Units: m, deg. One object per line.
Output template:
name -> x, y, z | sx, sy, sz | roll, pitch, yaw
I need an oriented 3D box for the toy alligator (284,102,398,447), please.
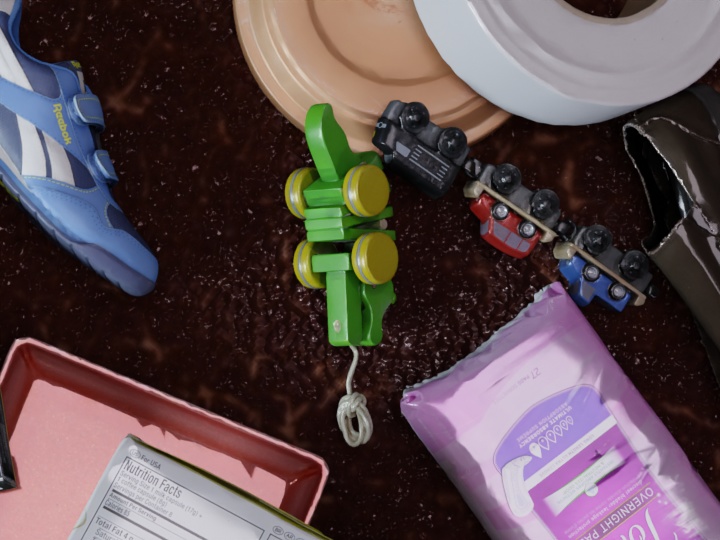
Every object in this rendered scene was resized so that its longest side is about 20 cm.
toy alligator -> 0.000, 0.000, 1.540 | 0.054, 0.059, 0.201 | -13, 97, -47

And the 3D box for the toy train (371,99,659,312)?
toy train -> 0.091, -0.032, 1.542 | 0.199, 0.034, 0.046 | 33, 83, -12

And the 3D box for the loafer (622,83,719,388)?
loafer -> 0.199, -0.008, 1.541 | 0.071, 0.073, 0.201 | -12, 78, -25

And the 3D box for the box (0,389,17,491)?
box -> -0.290, 0.040, 1.488 | 0.159, 0.049, 0.201 | -12, 80, 0

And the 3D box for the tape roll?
tape roll -> 0.130, -0.189, 1.533 | 0.201, 0.071, 0.204 | 3, 82, -20

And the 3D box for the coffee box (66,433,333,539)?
coffee box -> -0.080, 0.230, 1.381 | 0.199, 0.200, 0.199 | 27, 77, 4

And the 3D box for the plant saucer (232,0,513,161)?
plant saucer -> 0.023, -0.166, 1.565 | 0.199, 0.032, 0.202 | 1, 84, -6

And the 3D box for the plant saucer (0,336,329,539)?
plant saucer -> -0.145, 0.167, 1.515 | 0.199, 0.037, 0.201 | 22, 83, -4

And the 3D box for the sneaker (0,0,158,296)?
sneaker -> -0.176, -0.073, 1.517 | 0.082, 0.074, 0.200 | -40, 90, -10

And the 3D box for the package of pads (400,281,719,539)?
package of pads -> 0.123, 0.121, 1.526 | 0.120, 0.076, 0.200 | -36, 89, -5
